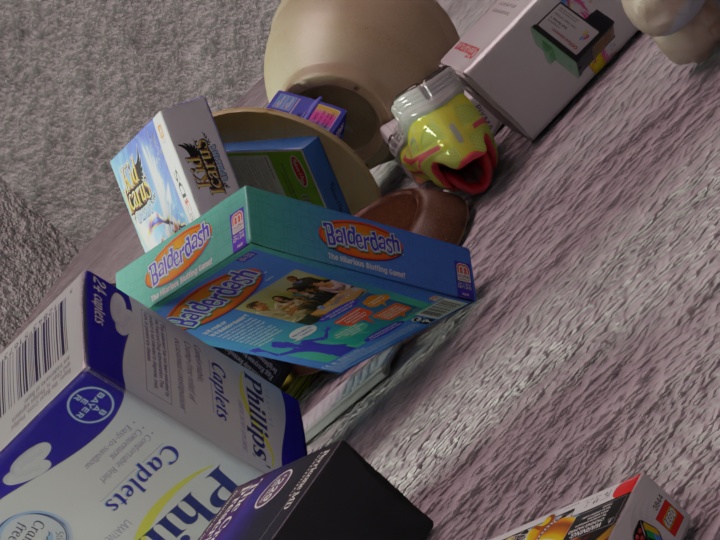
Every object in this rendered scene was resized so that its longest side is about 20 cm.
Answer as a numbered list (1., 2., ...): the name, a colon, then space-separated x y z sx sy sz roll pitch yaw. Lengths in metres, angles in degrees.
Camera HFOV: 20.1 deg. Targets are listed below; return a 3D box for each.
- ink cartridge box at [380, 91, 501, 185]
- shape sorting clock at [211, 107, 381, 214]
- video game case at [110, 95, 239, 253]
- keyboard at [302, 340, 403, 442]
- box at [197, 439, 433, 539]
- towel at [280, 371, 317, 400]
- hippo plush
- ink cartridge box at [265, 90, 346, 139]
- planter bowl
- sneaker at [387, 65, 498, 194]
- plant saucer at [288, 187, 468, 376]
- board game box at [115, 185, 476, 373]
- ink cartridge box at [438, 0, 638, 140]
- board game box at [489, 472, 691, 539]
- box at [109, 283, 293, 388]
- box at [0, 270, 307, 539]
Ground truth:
1. ink cartridge box: 0.117 -0.154 1.850 0.200 0.050 0.162 -29 11 1
2. shape sorting clock: -0.076 -0.068 1.805 0.200 0.200 0.039 -36 22 46
3. video game case: -0.144 -0.036 1.727 0.045 0.182 0.200 -19 -3 -21
4. keyboard: -0.040 0.114 1.508 0.200 0.011 0.056 -41 12 29
5. box: -0.067 0.201 1.113 0.200 0.079 0.141 -53 15 -32
6. towel: -0.023 0.051 1.667 0.200 0.018 0.086 -52 8 -25
7. hippo plush: 0.260 -0.237 1.372 0.161 0.160 0.200 -21 -20 29
8. ink cartridge box: -0.074 -0.075 1.915 0.137 0.076 0.200 -61 -17 -50
9. planter bowl: -0.008 -0.179 1.993 0.200 0.200 0.135 -39 20 37
10. sneaker: 0.074 -0.095 1.664 0.078 0.090 0.200 -35 -12 2
11. plant saucer: 0.000 0.000 1.628 0.200 0.034 0.200 -37 19 15
12. board game box: -0.044 0.011 1.399 0.152 0.200 0.045 -30 57 42
13. ink cartridge box: 0.169 -0.210 1.675 0.200 0.084 0.145 -46 10 3
14. board game box: 0.048 0.169 0.881 0.200 0.035 0.126 -34 17 50
15. box: -0.190 0.119 1.610 0.196 0.117 0.200 -1 52 54
16. box: -0.165 0.133 1.368 0.184 0.200 0.105 -43 33 22
